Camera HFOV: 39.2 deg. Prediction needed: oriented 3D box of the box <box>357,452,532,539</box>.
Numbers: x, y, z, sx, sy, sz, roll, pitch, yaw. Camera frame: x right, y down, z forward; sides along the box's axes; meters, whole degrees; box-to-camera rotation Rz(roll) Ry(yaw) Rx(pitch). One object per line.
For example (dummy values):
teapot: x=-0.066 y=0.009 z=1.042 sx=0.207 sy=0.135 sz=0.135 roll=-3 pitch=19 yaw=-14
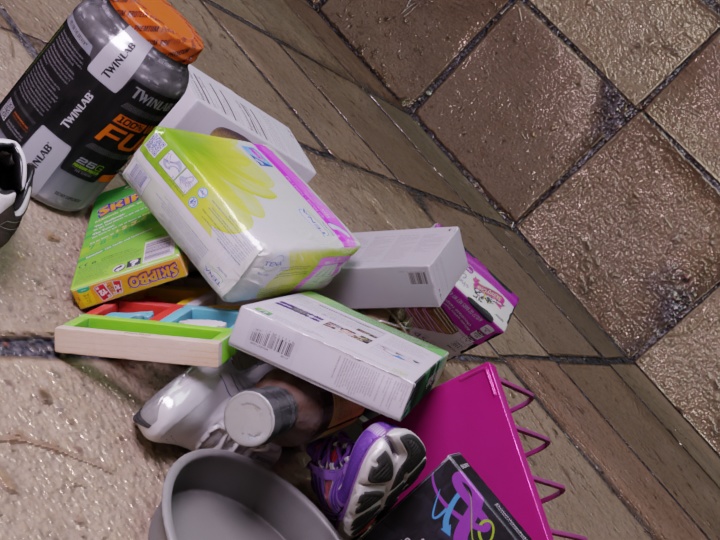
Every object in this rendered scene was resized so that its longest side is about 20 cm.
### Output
box: x=0.087 y=0.264 z=0.785 sx=0.200 sy=0.143 sz=0.036 roll=50 pitch=14 yaw=17

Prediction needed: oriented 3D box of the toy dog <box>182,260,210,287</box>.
toy dog: x=-0.145 y=-0.032 z=1.052 sx=0.096 sy=0.132 sz=0.200 roll=9 pitch=-4 yaw=24

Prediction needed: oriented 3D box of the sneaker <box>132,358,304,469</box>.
sneaker: x=-0.102 y=0.120 z=0.814 sx=0.087 sy=0.074 sz=0.200 roll=57 pitch=20 yaw=19

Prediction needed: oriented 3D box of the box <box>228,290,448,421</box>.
box: x=-0.009 y=0.064 z=0.831 sx=0.144 sy=0.036 sz=0.200 roll=23 pitch=8 yaw=11

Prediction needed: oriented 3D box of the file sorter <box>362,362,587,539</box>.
file sorter: x=0.113 y=0.211 z=0.901 sx=0.125 sy=0.139 sz=0.201 roll=27 pitch=41 yaw=-52

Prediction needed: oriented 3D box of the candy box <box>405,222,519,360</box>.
candy box: x=0.070 y=0.045 z=1.201 sx=0.136 sy=0.200 sz=0.061 roll=41 pitch=51 yaw=-11

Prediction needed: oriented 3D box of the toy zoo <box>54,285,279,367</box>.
toy zoo: x=-0.148 y=0.040 z=0.841 sx=0.131 sy=0.021 sz=0.200 roll=5 pitch=11 yaw=9

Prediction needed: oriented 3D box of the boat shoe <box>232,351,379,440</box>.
boat shoe: x=-0.049 y=0.114 z=0.966 sx=0.201 sy=0.072 sz=0.061 roll=48 pitch=11 yaw=-15

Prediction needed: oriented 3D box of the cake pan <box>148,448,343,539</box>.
cake pan: x=-0.069 y=0.215 z=0.711 sx=0.200 sy=0.037 sz=0.200 roll=40 pitch=16 yaw=-14

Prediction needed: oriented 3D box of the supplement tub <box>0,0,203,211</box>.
supplement tub: x=-0.243 y=-0.163 z=0.930 sx=0.122 sy=0.200 sz=0.123 roll=40 pitch=17 yaw=-15

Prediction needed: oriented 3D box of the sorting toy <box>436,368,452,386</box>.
sorting toy: x=0.007 y=0.113 z=1.103 sx=0.200 sy=0.070 sz=0.199 roll=43 pitch=16 yaw=-9

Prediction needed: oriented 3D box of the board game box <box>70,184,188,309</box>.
board game box: x=-0.202 y=-0.037 z=0.915 sx=0.200 sy=0.095 sz=0.030 roll=-105 pitch=177 yaw=-59

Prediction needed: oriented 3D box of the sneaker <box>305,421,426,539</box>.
sneaker: x=-0.010 y=0.162 z=0.805 sx=0.083 sy=0.081 sz=0.200 roll=47 pitch=-27 yaw=12

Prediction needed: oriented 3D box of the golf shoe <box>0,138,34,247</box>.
golf shoe: x=-0.285 y=-0.069 z=0.787 sx=0.078 sy=0.095 sz=0.200 roll=34 pitch=17 yaw=-30

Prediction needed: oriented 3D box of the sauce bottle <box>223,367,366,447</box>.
sauce bottle: x=-0.047 y=0.104 z=0.799 sx=0.065 sy=0.065 sz=0.200 roll=48 pitch=11 yaw=13

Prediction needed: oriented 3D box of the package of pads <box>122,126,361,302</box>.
package of pads: x=-0.098 y=-0.047 z=0.901 sx=0.155 sy=0.068 sz=0.200 roll=49 pitch=20 yaw=15

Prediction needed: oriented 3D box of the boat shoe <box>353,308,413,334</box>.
boat shoe: x=0.017 y=0.057 z=1.018 sx=0.072 sy=0.065 sz=0.200 roll=39 pitch=17 yaw=-19

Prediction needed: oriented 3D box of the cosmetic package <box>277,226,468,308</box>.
cosmetic package: x=0.000 y=0.000 z=1.016 sx=0.083 sy=0.199 sz=0.051 roll=-51 pitch=131 yaw=-48

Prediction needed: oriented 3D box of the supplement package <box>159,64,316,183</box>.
supplement package: x=-0.173 y=-0.150 z=1.236 sx=0.200 sy=0.114 sz=0.110 roll=28 pitch=22 yaw=-43
